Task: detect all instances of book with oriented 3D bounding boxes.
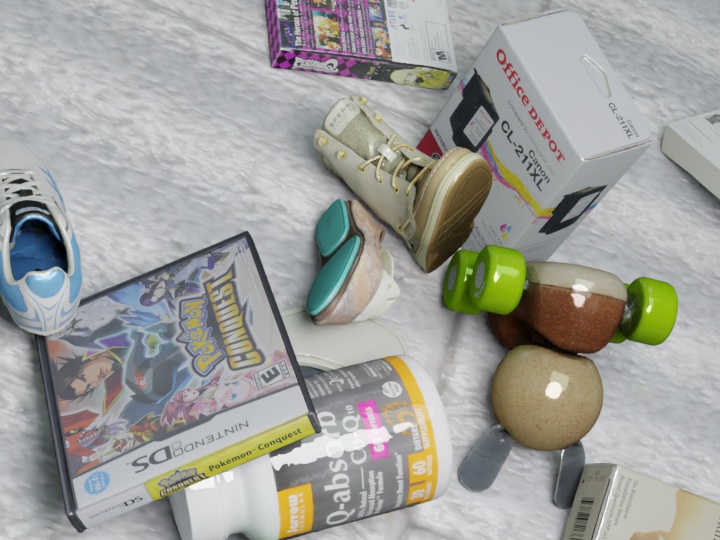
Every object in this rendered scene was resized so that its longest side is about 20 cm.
[{"bbox_3d":[0.423,-0.120,1.399,0.200,0.048,0.134,-13,41,-23],"label":"book"}]

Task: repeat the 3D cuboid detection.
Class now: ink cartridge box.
[{"bbox_3d":[0.143,-0.108,1.217,0.083,0.200,0.146,-17,68,-30],"label":"ink cartridge box"}]

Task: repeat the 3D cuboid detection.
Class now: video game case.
[{"bbox_3d":[-0.004,-0.273,1.357,0.181,0.036,0.200,4,59,-20],"label":"video game case"},{"bbox_3d":[-0.139,0.073,1.010,0.180,0.026,0.200,-23,45,-1],"label":"video game case"}]

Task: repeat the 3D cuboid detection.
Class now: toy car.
[{"bbox_3d":[0.151,0.093,1.169,0.164,0.158,0.200,12,86,-12],"label":"toy car"}]

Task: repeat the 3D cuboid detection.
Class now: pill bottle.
[{"bbox_3d":[-0.041,0.138,1.039,0.200,0.116,0.117,-13,66,-17],"label":"pill bottle"}]

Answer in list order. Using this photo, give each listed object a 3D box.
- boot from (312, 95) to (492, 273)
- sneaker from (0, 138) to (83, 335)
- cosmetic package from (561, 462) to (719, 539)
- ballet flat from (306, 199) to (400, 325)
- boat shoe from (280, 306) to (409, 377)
[{"bbox_3d":[0.030,-0.088,1.167,0.072,0.200,0.155,-41,79,-13],"label":"boot"},{"bbox_3d":[-0.255,-0.040,1.079,0.072,0.073,0.200,-5,47,-24],"label":"sneaker"},{"bbox_3d":[0.266,0.235,1.122,0.200,0.071,0.105,20,79,-9],"label":"cosmetic package"},{"bbox_3d":[0.000,0.000,1.139,0.067,0.068,0.200,38,23,-15],"label":"ballet flat"},{"bbox_3d":[-0.055,0.076,1.109,0.200,0.062,0.075,-3,46,-34],"label":"boat shoe"}]
